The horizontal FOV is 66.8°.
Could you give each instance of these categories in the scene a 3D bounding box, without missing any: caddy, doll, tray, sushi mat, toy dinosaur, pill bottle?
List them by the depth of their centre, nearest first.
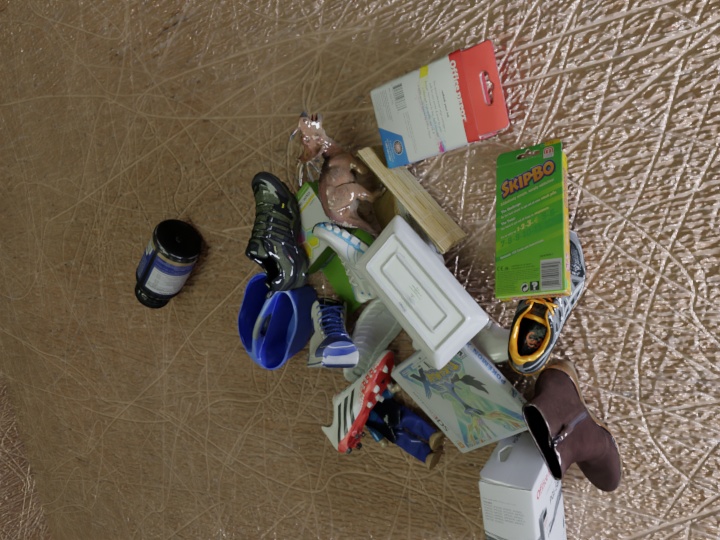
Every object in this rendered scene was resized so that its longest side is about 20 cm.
[{"bbox_3d":[0.079,0.030,0.776,0.108,0.022,0.201,-46,72,21],"label":"tray"},{"bbox_3d":[0.078,-0.113,0.819,0.201,0.095,0.012,51,126,13],"label":"sushi mat"},{"bbox_3d":[-0.039,-0.132,0.847,0.086,0.131,0.207,-40,62,57],"label":"toy dinosaur"},{"bbox_3d":[0.059,0.266,0.981,0.196,0.048,0.142,23,114,35],"label":"doll"},{"bbox_3d":[-0.169,0.093,1.060,0.140,0.104,0.205,35,122,21],"label":"caddy"},{"bbox_3d":[-0.440,-0.008,1.230,0.113,0.111,0.201,50,127,12],"label":"pill bottle"}]

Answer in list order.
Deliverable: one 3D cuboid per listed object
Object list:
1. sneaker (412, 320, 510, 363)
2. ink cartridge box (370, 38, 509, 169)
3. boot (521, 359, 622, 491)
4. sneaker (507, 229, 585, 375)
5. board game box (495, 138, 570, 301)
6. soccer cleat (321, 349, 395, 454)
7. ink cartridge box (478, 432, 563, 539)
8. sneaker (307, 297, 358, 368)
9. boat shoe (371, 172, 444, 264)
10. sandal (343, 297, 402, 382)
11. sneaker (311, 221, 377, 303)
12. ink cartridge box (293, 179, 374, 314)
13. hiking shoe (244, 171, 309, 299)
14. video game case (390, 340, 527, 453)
[{"bbox_3d":[0.161,0.091,0.838,0.195,0.070,0.084,4,104,36],"label":"sneaker"},{"bbox_3d":[0.118,-0.230,0.771,0.195,0.067,0.121,-10,99,38],"label":"ink cartridge box"},{"bbox_3d":[0.280,0.236,0.730,0.071,0.165,0.206,-24,90,38],"label":"boot"},{"bbox_3d":[0.247,0.043,0.728,0.076,0.077,0.208,17,91,27],"label":"sneaker"},{"bbox_3d":[0.225,-0.066,0.720,0.093,0.030,0.208,-8,73,38],"label":"board game box"},{"bbox_3d":[-0.005,0.223,0.963,0.084,0.068,0.206,31,102,31],"label":"soccer cleat"},{"bbox_3d":[0.245,0.368,0.810,0.080,0.145,0.208,-2,104,34],"label":"ink cartridge box"},{"bbox_3d":[-0.056,0.105,0.938,0.199,0.077,0.120,154,117,-77],"label":"sneaker"},{"bbox_3d":[0.074,-0.079,0.855,0.071,0.067,0.206,-53,51,55],"label":"boat shoe"},{"bbox_3d":[0.016,0.110,0.960,0.207,0.080,0.050,-62,25,26],"label":"sandal"},{"bbox_3d":[0.000,0.000,0.861,0.196,0.075,0.088,33,95,-8],"label":"sneaker"},{"bbox_3d":[-0.054,-0.033,0.955,0.148,0.075,0.203,-44,76,37],"label":"ink cartridge box"},{"bbox_3d":[-0.149,-0.061,0.907,0.074,0.100,0.207,-14,95,37],"label":"hiking shoe"},{"bbox_3d":[0.153,0.192,0.848,0.182,0.022,0.200,46,143,3],"label":"video game case"}]
